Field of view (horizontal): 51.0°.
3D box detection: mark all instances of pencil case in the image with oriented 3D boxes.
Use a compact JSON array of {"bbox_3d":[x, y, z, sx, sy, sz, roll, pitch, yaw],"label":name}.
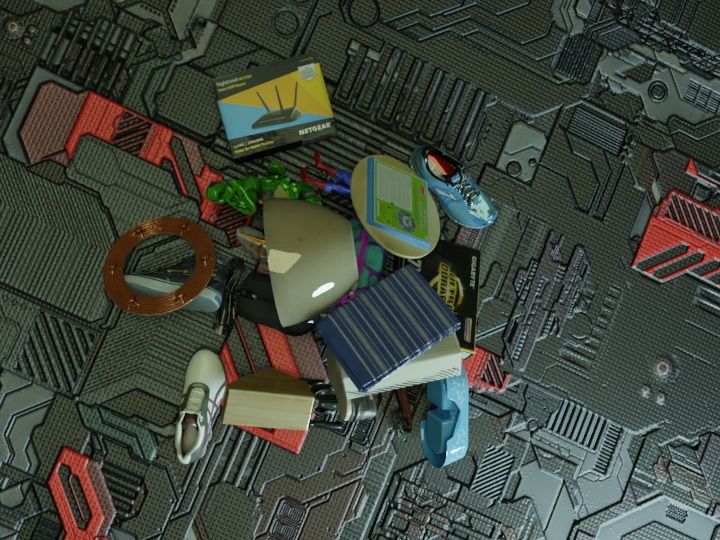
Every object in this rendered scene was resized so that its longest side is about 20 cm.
[{"bbox_3d":[0.000,0.000,1.313,0.083,0.093,0.203,9,55,3],"label":"pencil case"}]

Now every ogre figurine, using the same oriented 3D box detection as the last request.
[{"bbox_3d":[-0.160,-0.134,1.317,0.195,0.120,0.100,-13,104,10],"label":"ogre figurine"}]

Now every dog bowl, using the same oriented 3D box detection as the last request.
[{"bbox_3d":[0.151,0.247,1.346,0.048,0.111,0.205,-3,97,-20],"label":"dog bowl"}]

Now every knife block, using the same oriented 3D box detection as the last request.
[{"bbox_3d":[-0.117,0.233,1.289,0.172,0.199,0.066,19,103,23],"label":"knife block"}]

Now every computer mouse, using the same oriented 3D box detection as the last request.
[{"bbox_3d":[-0.167,0.059,1.319,0.195,0.053,0.142,12,83,16],"label":"computer mouse"}]

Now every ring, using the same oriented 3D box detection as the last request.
[{"bbox_3d":[-0.348,-0.014,1.299,0.195,0.019,0.204,-1,56,2],"label":"ring"}]

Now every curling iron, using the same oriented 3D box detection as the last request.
[{"bbox_3d":[0.069,0.205,1.366,0.025,0.049,0.205,-4,97,26],"label":"curling iron"}]

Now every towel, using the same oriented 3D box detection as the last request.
[{"bbox_3d":[0.043,0.089,1.202,0.198,0.024,0.145,-31,62,-17],"label":"towel"}]

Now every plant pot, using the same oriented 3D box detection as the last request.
[{"bbox_3d":[-0.073,-0.023,1.203,0.131,0.200,0.206,-9,89,-1],"label":"plant pot"}]

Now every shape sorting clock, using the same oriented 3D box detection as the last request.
[{"bbox_3d":[0.062,-0.113,1.327,0.196,0.039,0.204,18,54,-26],"label":"shape sorting clock"}]

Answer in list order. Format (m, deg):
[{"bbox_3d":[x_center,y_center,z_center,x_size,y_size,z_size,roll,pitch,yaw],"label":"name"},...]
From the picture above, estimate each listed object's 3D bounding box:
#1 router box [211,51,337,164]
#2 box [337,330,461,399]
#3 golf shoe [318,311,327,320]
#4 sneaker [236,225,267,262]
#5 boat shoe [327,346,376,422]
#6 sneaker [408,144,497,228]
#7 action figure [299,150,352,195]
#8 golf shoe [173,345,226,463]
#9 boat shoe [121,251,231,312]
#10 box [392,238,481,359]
[{"bbox_3d":[-0.155,-0.293,1.366,0.196,0.051,0.153,-17,88,-6],"label":"router box"},{"bbox_3d":[0.061,0.140,1.226,0.195,0.069,0.083,-11,50,-1],"label":"box"},{"bbox_3d":[0.004,0.058,1.371,0.195,0.078,0.100,0,71,-12],"label":"golf shoe"},{"bbox_3d":[-0.125,-0.052,1.355,0.195,0.078,0.079,14,73,-9],"label":"sneaker"},{"bbox_3d":[-0.018,0.184,1.311,0.056,0.202,0.068,6,124,-18],"label":"boat shoe"},{"bbox_3d":[0.171,-0.152,1.376,0.199,0.090,0.079,40,84,-3],"label":"sneaker"},{"bbox_3d":[-0.019,-0.170,1.357,0.198,0.100,0.065,23,129,-37],"label":"action figure"},{"bbox_3d":[-0.280,0.235,1.316,0.075,0.088,0.205,9,85,-4],"label":"golf shoe"},{"bbox_3d":[-0.327,0.015,1.334,0.195,0.072,0.092,8,54,10],"label":"boat shoe"},{"bbox_3d":[0.131,0.042,1.343,0.156,0.049,0.204,14,63,-10],"label":"box"}]
